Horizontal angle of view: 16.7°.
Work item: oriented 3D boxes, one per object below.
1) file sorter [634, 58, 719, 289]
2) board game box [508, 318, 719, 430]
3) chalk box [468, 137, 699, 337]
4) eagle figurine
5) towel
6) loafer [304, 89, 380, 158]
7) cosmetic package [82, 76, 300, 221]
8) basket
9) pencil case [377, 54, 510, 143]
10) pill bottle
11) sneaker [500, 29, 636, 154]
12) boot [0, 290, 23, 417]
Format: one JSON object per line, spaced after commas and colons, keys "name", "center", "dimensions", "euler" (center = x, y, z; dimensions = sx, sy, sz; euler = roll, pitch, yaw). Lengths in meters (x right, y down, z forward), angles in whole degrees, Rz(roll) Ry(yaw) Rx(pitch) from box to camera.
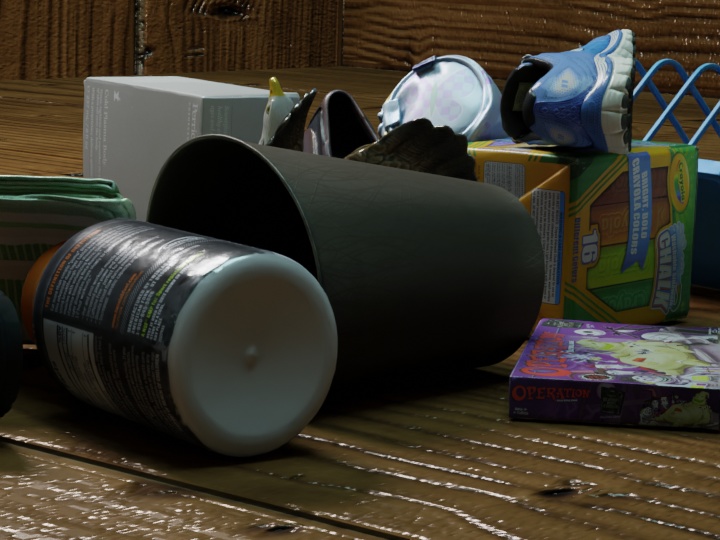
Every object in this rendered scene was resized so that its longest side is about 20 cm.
{"name": "file sorter", "center": [0.260, -0.077, 1.846], "dimensions": [0.199, 0.139, 0.123], "euler": [13, 58, 52]}
{"name": "board game box", "center": [0.155, 0.059, 1.445], "dimensions": [0.119, 0.033, 0.200], "euler": [-1, 8, 9]}
{"name": "chalk box", "center": [0.154, -0.029, 1.698], "dimensions": [0.123, 0.126, 0.199], "euler": [8, 12, 39]}
{"name": "eagle figurine", "center": [-0.041, -0.051, 1.576], "dimensions": [0.152, 0.151, 0.200], "euler": [-42, 23, -21]}
{"name": "towel", "center": [-0.200, -0.002, 1.452], "dimensions": [0.151, 0.024, 0.200], "euler": [2, -25, 3]}
{"name": "loafer", "center": [0.002, -0.049, 1.731], "dimensions": [0.071, 0.063, 0.201], "euler": [-4, 41, -22]}
{"name": "cosmetic package", "center": [-0.125, -0.084, 1.781], "dimensions": [0.090, 0.108, 0.200], "euler": [-3, 7, -28]}
{"name": "basket", "center": [0.000, 0.000, 1.449], "dimensions": [0.199, 0.137, 0.180], "euler": [1, 34, -41]}
{"name": "pencil case", "center": [0.085, -0.069, 1.787], "dimensions": [0.090, 0.084, 0.200], "euler": [-27, -38, 9]}
{"name": "pill bottle", "center": [-0.107, 0.030, 1.312], "dimensions": [0.106, 0.107, 0.199], "euler": [-4, 10, -34]}
{"name": "sneaker", "center": [0.140, -0.124, 1.654], "dimensions": [0.088, 0.079, 0.200], "euler": [5, 9, 5]}
{"name": "boot", "center": [-0.286, 0.045, 1.289], "dimensions": [0.161, 0.074, 0.198], "euler": [-1, 1, -34]}
